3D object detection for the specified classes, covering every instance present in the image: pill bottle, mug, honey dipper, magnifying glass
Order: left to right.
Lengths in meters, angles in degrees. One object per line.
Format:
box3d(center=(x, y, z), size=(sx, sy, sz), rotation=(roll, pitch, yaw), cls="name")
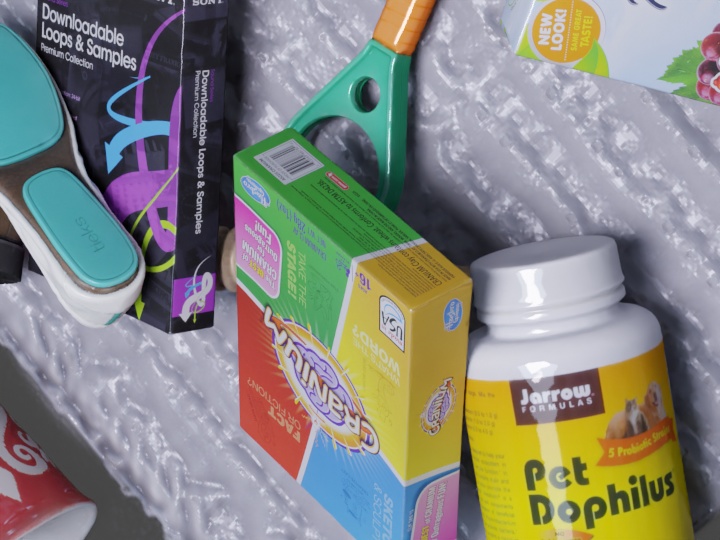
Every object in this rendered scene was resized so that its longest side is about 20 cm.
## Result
box3d(center=(-0.283, 0.123, 1.593), size=(0.200, 0.133, 0.178), rotation=(49, 118, 13), cls="mug")
box3d(center=(0.000, 0.000, 1.462), size=(0.199, 0.038, 0.038), rotation=(5, 105, 23), cls="honey dipper")
box3d(center=(0.008, -0.102, 1.422), size=(0.079, 0.022, 0.201), rotation=(34, 108, 30), cls="magnifying glass")
box3d(center=(0.111, 0.088, 1.377), size=(0.109, 0.109, 0.201), rotation=(-6, 100, 30), cls="pill bottle")

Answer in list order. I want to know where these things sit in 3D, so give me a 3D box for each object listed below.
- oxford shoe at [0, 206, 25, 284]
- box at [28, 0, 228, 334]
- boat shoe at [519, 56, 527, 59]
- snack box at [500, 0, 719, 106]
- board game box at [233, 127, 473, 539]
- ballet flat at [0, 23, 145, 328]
box3d(center=(-0.275, -0.041, 1.591), size=(0.199, 0.073, 0.085), rotation=(4, 80, 31), cls="oxford shoe")
box3d(center=(-0.133, -0.079, 1.485), size=(0.143, 0.036, 0.201), rotation=(21, 112, 46), cls="box")
box3d(center=(0.115, -0.197, 1.326), size=(0.059, 0.072, 0.201), rotation=(11, 114, 11), cls="boat shoe")
box3d(center=(0.165, -0.186, 1.272), size=(0.141, 0.053, 0.201), rotation=(13, 113, -12), cls="snack box")
box3d(center=(-0.007, 0.046, 1.401), size=(0.153, 0.040, 0.201), rotation=(41, 145, 36), cls="board game box")
box3d(center=(-0.183, -0.048, 1.483), size=(0.069, 0.069, 0.200), rotation=(-47, 62, 29), cls="ballet flat")
